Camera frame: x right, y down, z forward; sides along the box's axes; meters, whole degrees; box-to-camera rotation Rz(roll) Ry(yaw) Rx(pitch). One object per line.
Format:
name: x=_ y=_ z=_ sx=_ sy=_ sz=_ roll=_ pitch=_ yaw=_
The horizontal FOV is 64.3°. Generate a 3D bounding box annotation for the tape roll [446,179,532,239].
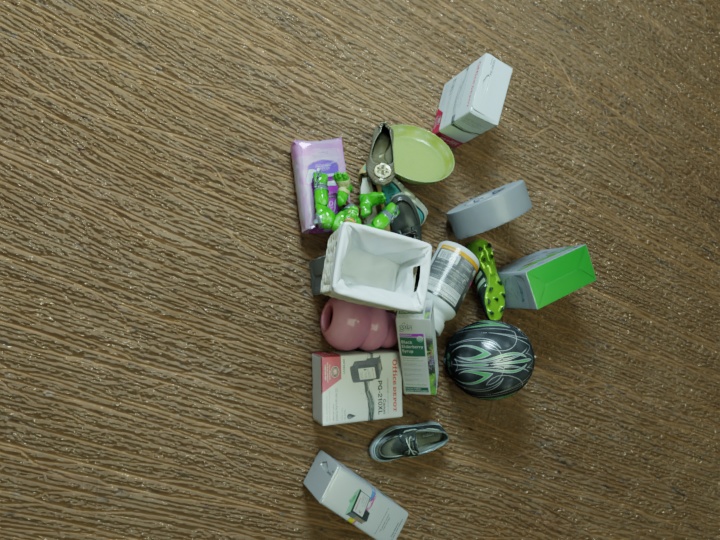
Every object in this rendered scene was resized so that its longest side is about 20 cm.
tape roll: x=0.308 y=-0.146 z=1.371 sx=0.196 sy=0.199 sz=0.068 roll=-27 pitch=96 yaw=-20

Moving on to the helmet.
helmet: x=0.306 y=0.211 z=1.355 sx=0.193 sy=0.190 sz=0.208 roll=1 pitch=86 yaw=-20

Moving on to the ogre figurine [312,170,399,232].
ogre figurine: x=-0.018 y=-0.123 z=1.217 sx=0.197 sy=0.097 sz=0.123 roll=30 pitch=62 yaw=-28

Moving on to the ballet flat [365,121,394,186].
ballet flat: x=0.050 y=-0.265 z=1.273 sx=0.065 sy=0.047 sz=0.204 roll=12 pitch=49 yaw=-5

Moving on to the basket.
basket: x=0.025 y=0.000 z=1.127 sx=0.194 sy=0.123 sz=0.141 roll=14 pitch=81 yaw=-20

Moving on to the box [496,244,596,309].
box: x=0.446 y=0.015 z=1.430 sx=0.195 sy=0.176 sz=0.100 roll=-22 pitch=94 yaw=-21

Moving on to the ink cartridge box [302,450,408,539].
ink cartridge box: x=-0.014 y=0.491 z=1.238 sx=0.198 sy=0.144 sz=0.085 roll=39 pitch=75 yaw=-15

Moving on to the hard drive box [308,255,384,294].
hard drive box: x=0.000 y=0.000 z=1.266 sx=0.194 sy=0.155 sz=0.080 roll=-7 pitch=88 yaw=-22

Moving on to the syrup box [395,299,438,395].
syrup box: x=0.129 y=0.171 z=1.279 sx=0.076 sy=0.082 sz=0.206 roll=-1 pitch=118 yaw=14

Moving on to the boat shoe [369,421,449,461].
boat shoe: x=0.116 y=0.396 z=1.335 sx=0.194 sy=0.071 sz=0.075 roll=-13 pitch=92 yaw=-21

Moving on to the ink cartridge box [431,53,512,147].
ink cartridge box: x=0.262 y=-0.399 z=1.366 sx=0.081 sy=0.199 sz=0.150 roll=20 pitch=81 yaw=-18

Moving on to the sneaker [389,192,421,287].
sneaker: x=0.115 y=-0.070 z=1.309 sx=0.072 sy=0.107 sz=0.206 roll=-15 pitch=111 yaw=2

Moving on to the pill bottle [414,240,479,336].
pill bottle: x=0.193 y=0.044 z=1.361 sx=0.115 sy=0.116 sz=0.204 roll=34 pitch=76 yaw=-16

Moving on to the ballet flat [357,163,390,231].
ballet flat: x=0.024 y=-0.139 z=1.308 sx=0.063 sy=0.066 sz=0.207 roll=-43 pitch=126 yaw=-59

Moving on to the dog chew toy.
dog chew toy: x=0.009 y=0.123 z=1.287 sx=0.195 sy=0.123 sz=0.129 roll=14 pitch=82 yaw=-29

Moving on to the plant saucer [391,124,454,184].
plant saucer: x=0.125 y=-0.268 z=1.349 sx=0.193 sy=0.032 sz=0.205 roll=8 pitch=50 yaw=-9

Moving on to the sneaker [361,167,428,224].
sneaker: x=0.074 y=-0.171 z=1.350 sx=0.198 sy=0.077 sz=0.080 roll=40 pitch=88 yaw=-12

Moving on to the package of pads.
package of pads: x=-0.088 y=-0.190 z=1.283 sx=0.116 sy=0.075 sz=0.208 roll=-8 pitch=90 yaw=-19

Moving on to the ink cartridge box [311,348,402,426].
ink cartridge box: x=-0.006 y=0.257 z=1.286 sx=0.193 sy=0.084 sz=0.151 roll=0 pitch=88 yaw=-22

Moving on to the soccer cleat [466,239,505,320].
soccer cleat: x=0.310 y=0.025 z=1.424 sx=0.065 sy=0.081 sz=0.207 roll=-11 pitch=89 yaw=-19
